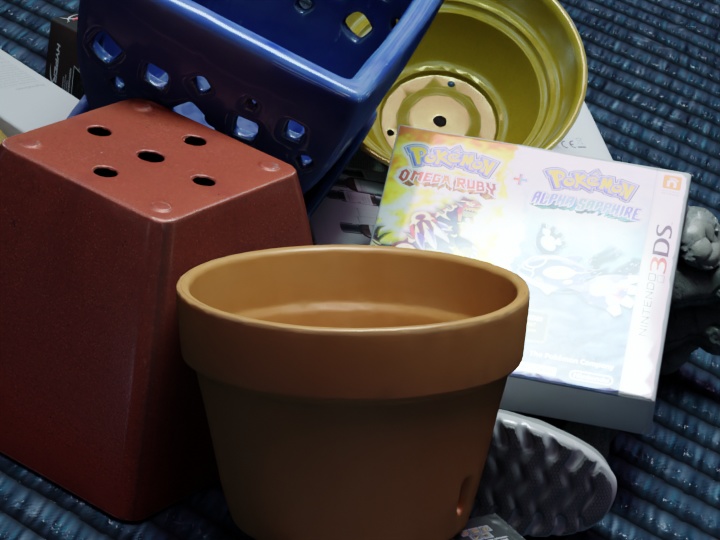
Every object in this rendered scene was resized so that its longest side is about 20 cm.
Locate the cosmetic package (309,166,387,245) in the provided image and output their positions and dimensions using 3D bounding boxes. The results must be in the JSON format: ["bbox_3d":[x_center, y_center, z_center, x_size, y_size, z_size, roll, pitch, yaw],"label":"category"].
[{"bbox_3d":[0.000,0.000,1.734,0.082,0.051,0.200,6,34,-16],"label":"cosmetic package"}]

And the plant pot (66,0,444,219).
[{"bbox_3d":[-0.075,-0.142,1.672,0.200,0.180,0.200,28,43,3],"label":"plant pot"}]

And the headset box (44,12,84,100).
[{"bbox_3d":[-0.127,-0.143,1.989,0.200,0.075,0.148,27,30,32],"label":"headset box"}]

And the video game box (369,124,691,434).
[{"bbox_3d":[0.103,0.003,1.622,0.199,0.047,0.183,10,53,6],"label":"video game box"}]

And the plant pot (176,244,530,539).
[{"bbox_3d":[-0.005,0.075,1.435,0.199,0.141,0.200,1,13,0],"label":"plant pot"}]

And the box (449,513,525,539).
[{"bbox_3d":[0.038,0.205,1.368,0.199,0.044,0.160,-9,31,-35],"label":"box"}]

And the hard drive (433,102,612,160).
[{"bbox_3d":[0.137,-0.056,1.890,0.131,0.025,0.200,-1,48,-23],"label":"hard drive"}]

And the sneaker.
[{"bbox_3d":[0.063,0.102,1.556,0.199,0.075,0.082,17,23,9],"label":"sneaker"}]

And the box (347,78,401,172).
[{"bbox_3d":[-0.040,-0.098,1.892,0.078,0.095,0.200,8,18,40],"label":"box"}]

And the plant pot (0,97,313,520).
[{"bbox_3d":[-0.140,0.007,1.557,0.200,0.177,0.200,25,28,29],"label":"plant pot"}]

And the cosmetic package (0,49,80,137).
[{"bbox_3d":[-0.241,-0.077,1.781,0.071,0.102,0.200,-15,34,-40],"label":"cosmetic package"}]

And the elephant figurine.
[{"bbox_3d":[0.151,0.033,1.688,0.200,0.142,0.155,-27,13,-30],"label":"elephant figurine"}]

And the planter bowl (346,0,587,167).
[{"bbox_3d":[0.062,-0.128,1.849,0.200,0.084,0.201,2,60,-3],"label":"planter bowl"}]

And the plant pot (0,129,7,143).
[{"bbox_3d":[-0.323,-0.075,1.690,0.200,0.187,0.186,31,29,7],"label":"plant pot"}]
